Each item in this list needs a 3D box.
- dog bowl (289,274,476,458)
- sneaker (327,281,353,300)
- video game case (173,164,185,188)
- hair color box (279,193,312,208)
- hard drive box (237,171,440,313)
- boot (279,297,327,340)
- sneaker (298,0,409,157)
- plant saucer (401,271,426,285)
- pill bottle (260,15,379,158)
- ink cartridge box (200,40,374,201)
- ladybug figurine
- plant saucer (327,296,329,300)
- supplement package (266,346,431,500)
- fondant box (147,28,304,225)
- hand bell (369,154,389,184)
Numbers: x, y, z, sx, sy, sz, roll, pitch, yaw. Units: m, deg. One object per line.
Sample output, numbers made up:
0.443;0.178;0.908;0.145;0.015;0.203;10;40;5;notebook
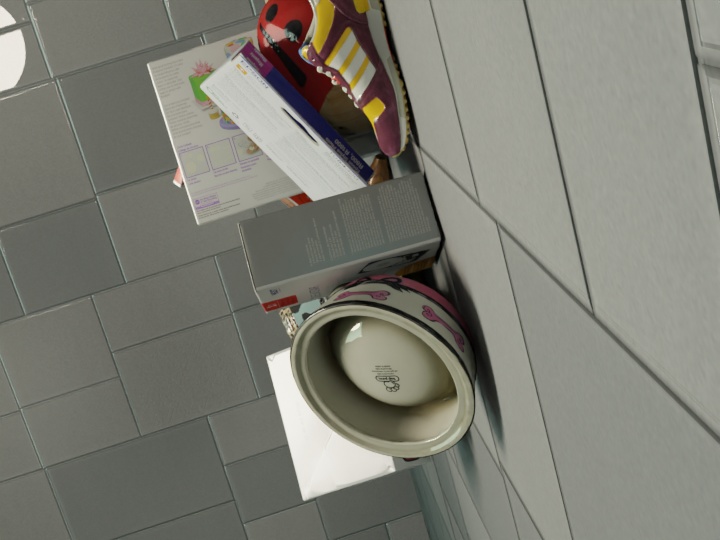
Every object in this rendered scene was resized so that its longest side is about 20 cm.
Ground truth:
0.031;0.092;1.184;0.074;0.197;0.202;-60;-37;-48;dog bowl
0.030;0.054;1.309;0.199;0.075;0.107;36;-156;-34;sneaker
-0.180;-0.216;1.575;0.143;0.017;0.202;-36;-25;-54;video game case
-0.105;-0.134;1.523;0.199;0.062;0.101;38;175;-21;hair color box
-0.022;-0.027;1.244;0.156;0.197;0.078;85;170;-80;hard drive box
-0.065;0.003;1.718;0.150;0.072;0.203;-41;57;44;boot
-0.012;-0.203;1.145;0.075;0.089;0.203;-118;12;-75;sneaker
0.084;0.076;1.518;0.200;0.031;0.203;162;91;-87;plant saucer
-0.043;-0.228;1.407;0.111;0.109;0.203;-156;49;-86;pill bottle
-0.075;-0.160;1.276;0.196;0.043;0.200;45;164;-14;ink cartridge box
-0.051;-0.233;1.288;0.200;0.071;0.137;49;139;20;ladybug figurine
0.000;0.000;1.429;0.202;0.027;0.201;-63;-9;-17;plant saucer
-0.016;0.189;1.587;0.110;0.154;0.203;3;-112;-61;supplement package
-0.157;-0.174;1.408;0.058;0.142;0.203;-93;-14;-79;fondant box
0.013;-0.062;1.553;0.105;0.102;0.202;-111;25;-52;hand bell
